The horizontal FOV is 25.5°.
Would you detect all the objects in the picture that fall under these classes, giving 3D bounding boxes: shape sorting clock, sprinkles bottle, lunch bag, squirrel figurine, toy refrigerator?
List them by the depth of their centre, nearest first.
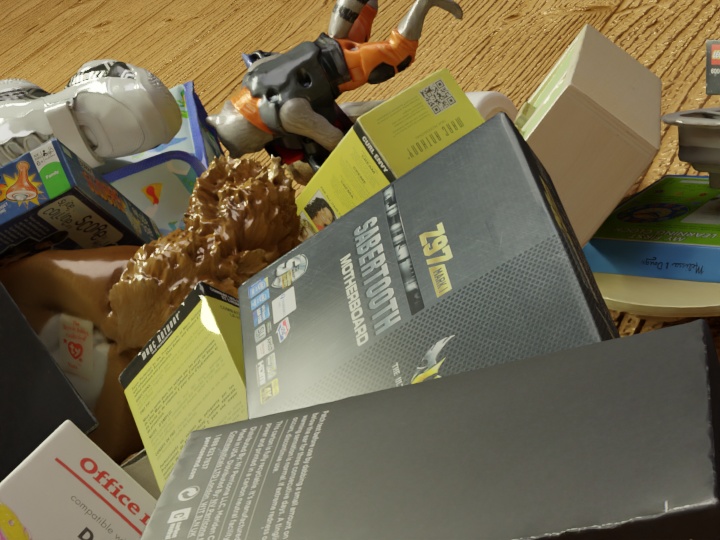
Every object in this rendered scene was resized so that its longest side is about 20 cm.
[{"bbox_3d":[0.211,-0.017,0.923,0.198,0.040,0.200,-8,18,3],"label":"shape sorting clock"},{"bbox_3d":[0.131,-0.087,0.956,0.076,0.070,0.200,-53,3,21],"label":"toy refrigerator"},{"bbox_3d":[-0.102,0.020,0.984,0.200,0.142,0.186,-34,-8,35],"label":"squirrel figurine"},{"bbox_3d":[-0.175,-0.025,1.177,0.169,0.128,0.201,-19,45,5],"label":"lunch bag"},{"bbox_3d":[0.028,-0.099,1.222,0.199,0.069,0.068,2,32,43],"label":"sprinkles bottle"}]

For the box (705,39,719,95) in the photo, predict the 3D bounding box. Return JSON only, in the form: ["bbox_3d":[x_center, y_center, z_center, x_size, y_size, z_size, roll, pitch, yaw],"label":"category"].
[{"bbox_3d":[0.339,-0.130,1.008,0.136,0.038,0.199,-10,12,-38],"label":"box"}]

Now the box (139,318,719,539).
[{"bbox_3d":[0.048,0.142,0.510,0.181,0.201,0.104,-13,23,17],"label":"box"}]

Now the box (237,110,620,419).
[{"bbox_3d":[0.026,0.032,0.680,0.157,0.051,0.200,-32,31,13],"label":"box"}]

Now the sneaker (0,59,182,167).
[{"bbox_3d":[-0.219,-0.081,1.105,0.199,0.075,0.115,0,42,36],"label":"sneaker"}]

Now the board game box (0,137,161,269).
[{"bbox_3d":[-0.211,-0.011,1.013,0.135,0.035,0.200,-27,-16,2],"label":"board game box"}]

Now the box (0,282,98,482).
[{"bbox_3d":[-0.288,0.110,0.891,0.198,0.124,0.200,-37,8,-37],"label":"box"}]

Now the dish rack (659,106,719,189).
[{"bbox_3d":[0.287,-0.068,0.892,0.171,0.044,0.199,-10,13,-43],"label":"dish rack"}]

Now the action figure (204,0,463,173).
[{"bbox_3d":[-0.040,-0.162,1.203,0.193,0.105,0.200,-43,44,-5],"label":"action figure"}]

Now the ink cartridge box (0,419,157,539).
[{"bbox_3d":[-0.139,0.153,0.732,0.067,0.117,0.200,-48,1,42],"label":"ink cartridge box"}]

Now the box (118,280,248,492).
[{"bbox_3d":[-0.051,0.100,0.744,0.075,0.050,0.200,-48,44,18],"label":"box"}]

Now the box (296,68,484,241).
[{"bbox_3d":[0.010,-0.059,1.040,0.075,0.050,0.200,-33,-6,-23],"label":"box"}]

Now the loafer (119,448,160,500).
[{"bbox_3d":[-0.151,0.142,0.842,0.075,0.069,0.200,4,33,45],"label":"loafer"}]
